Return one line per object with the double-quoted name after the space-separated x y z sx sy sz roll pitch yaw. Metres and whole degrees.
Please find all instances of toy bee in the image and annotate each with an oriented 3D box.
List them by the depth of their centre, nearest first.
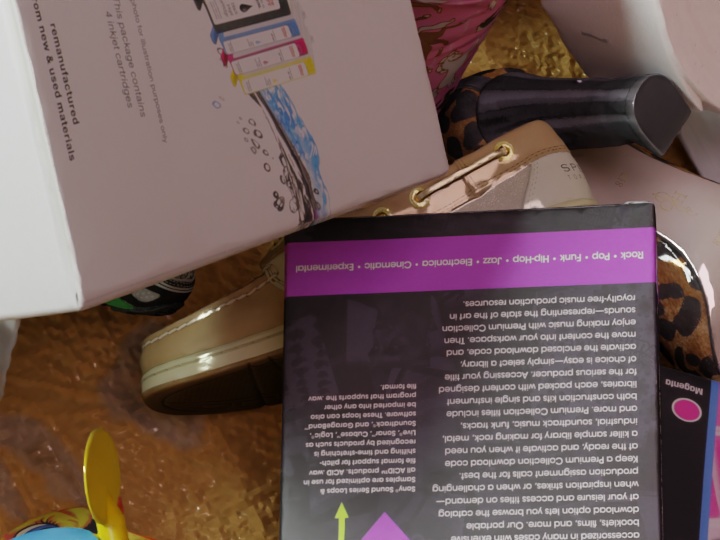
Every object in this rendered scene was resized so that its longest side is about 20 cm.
-0.105 0.115 1.072 0.200 0.131 0.109 25 34 22 "toy bee"

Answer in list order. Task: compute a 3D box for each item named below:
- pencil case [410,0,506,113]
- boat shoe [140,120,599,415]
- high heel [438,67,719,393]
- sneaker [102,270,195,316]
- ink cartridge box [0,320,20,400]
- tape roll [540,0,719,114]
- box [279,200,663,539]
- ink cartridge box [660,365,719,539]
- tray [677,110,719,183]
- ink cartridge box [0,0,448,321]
0.005 -0.101 1.120 0.083 0.200 0.087 43 63 4 "pencil case"
0.000 0.000 1.129 0.199 0.074 0.067 -21 72 2 "boat shoe"
0.112 -0.004 1.198 0.071 0.142 0.200 -46 119 -30 "high heel"
-0.108 -0.077 1.133 0.085 0.078 0.201 -21 86 26 "sneaker"
-0.235 0.027 1.068 0.199 0.129 0.126 -9 74 -16 "ink cartridge box"
0.159 -0.164 1.156 0.071 0.203 0.203 22 61 42 "tape roll"
0.041 0.076 1.040 0.142 0.036 0.201 -2 70 9 "box"
0.127 0.121 1.084 0.094 0.037 0.200 16 45 -3 "ink cartridge box"
0.204 -0.036 1.235 0.107 0.022 0.200 -24 78 -19 "tray"
-0.095 -0.073 0.979 0.200 0.147 0.145 -21 101 -50 "ink cartridge box"
